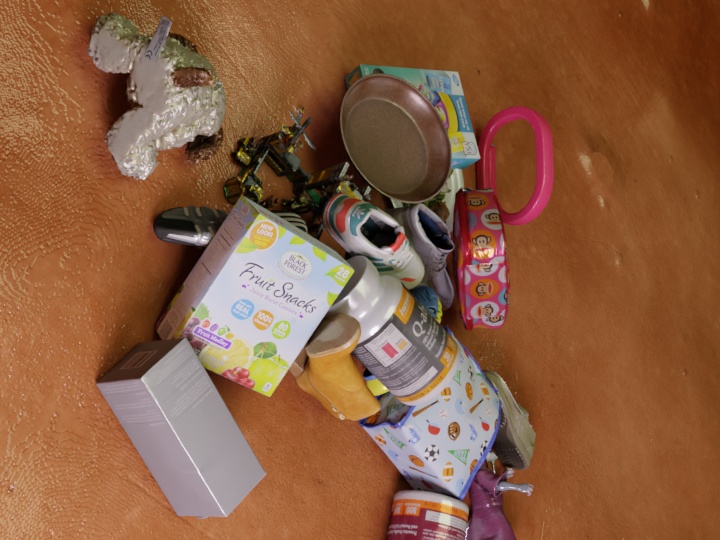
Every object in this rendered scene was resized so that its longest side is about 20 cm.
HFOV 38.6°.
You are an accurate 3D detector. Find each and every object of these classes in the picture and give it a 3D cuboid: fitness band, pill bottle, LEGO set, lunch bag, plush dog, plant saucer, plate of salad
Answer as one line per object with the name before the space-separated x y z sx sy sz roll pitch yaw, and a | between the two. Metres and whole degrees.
fitness band | 0.263 -0.177 1.745 0.037 0.143 0.203 11 74 -45
pill bottle | 0.085 0.424 1.455 0.114 0.113 0.202 30 61 -38
LEGO set | -0.075 -0.107 1.397 0.201 0.115 0.154 53 49 -24
lunch bag | 0.117 0.209 1.529 0.171 0.123 0.201 51 57 -24
plush dog | -0.224 -0.223 1.268 0.172 0.158 0.203 -20 98 -73
lunch bag | 0.186 -0.026 1.605 0.177 0.081 0.202 -91 176 -47
pill bottle | 0.037 0.081 1.395 0.200 0.116 0.117 46 52 -24
plant saucer | 0.045 -0.188 1.500 0.198 0.037 0.203 13 66 -31
plate of salad | 0.112 -0.151 1.652 0.199 0.048 0.203 12 73 -43

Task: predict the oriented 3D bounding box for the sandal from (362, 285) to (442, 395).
sandal | 0.054 0.087 1.524 0.087 0.079 0.201 52 48 -19

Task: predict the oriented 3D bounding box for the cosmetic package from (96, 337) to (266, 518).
cosmetic package | -0.209 0.187 1.205 0.090 0.106 0.202 -46 116 -40

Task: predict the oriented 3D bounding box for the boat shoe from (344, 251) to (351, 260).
boat shoe | 0.002 -0.001 1.489 0.198 0.074 0.067 -16 79 -36

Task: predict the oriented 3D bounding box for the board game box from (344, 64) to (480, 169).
board game box | 0.083 -0.237 1.599 0.198 0.047 0.153 -4 74 -36

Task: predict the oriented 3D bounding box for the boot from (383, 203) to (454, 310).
boot | 0.108 -0.018 1.585 0.200 0.095 0.074 50 50 -27

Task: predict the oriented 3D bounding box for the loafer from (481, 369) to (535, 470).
loafer | 0.232 0.235 1.682 0.068 0.075 0.202 -51 127 -41

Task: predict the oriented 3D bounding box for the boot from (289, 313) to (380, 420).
boot | -0.018 0.133 1.345 0.144 0.200 0.071 46 60 -17

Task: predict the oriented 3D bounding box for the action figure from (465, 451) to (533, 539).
action figure | 0.195 0.367 1.618 0.147 0.134 0.203 -13 75 -5

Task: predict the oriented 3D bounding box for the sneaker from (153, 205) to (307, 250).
sneaker | -0.169 -0.015 1.317 0.197 0.075 0.117 2 122 -19

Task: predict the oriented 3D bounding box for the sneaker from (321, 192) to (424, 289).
sneaker | 0.035 -0.028 1.392 0.200 0.093 0.071 43 76 -37

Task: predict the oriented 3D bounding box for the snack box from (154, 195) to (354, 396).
snack box | -0.130 0.035 1.275 0.168 0.068 0.201 29 97 -38
